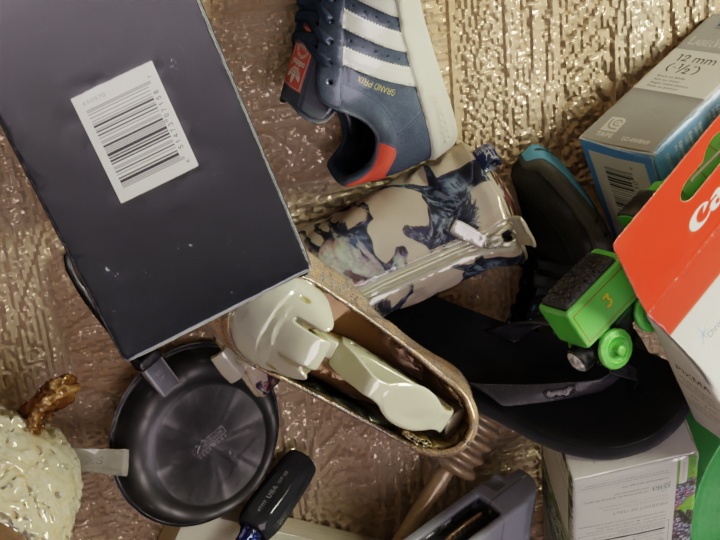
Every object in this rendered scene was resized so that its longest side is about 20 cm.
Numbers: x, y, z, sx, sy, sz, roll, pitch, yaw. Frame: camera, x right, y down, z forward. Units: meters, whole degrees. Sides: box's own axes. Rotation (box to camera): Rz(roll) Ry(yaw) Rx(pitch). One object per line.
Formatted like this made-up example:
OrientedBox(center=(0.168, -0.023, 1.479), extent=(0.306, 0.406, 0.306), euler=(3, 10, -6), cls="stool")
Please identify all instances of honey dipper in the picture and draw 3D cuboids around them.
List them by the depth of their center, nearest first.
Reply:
OrientedBox(center=(0.027, 0.171, 1.011), extent=(0.038, 0.038, 0.201), euler=(32, 91, -30), cls="honey dipper")

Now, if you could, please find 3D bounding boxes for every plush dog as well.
OrientedBox(center=(-0.207, 0.157, 0.835), extent=(0.160, 0.173, 0.199), euler=(-35, 125, 26), cls="plush dog")

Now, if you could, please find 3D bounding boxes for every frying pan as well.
OrientedBox(center=(-0.102, 0.066, 0.931), extent=(0.114, 0.031, 0.193), euler=(-19, 112, -27), cls="frying pan")

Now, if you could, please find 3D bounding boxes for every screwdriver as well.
OrientedBox(center=(-0.085, 0.192, 0.947), extent=(0.029, 0.028, 0.201), euler=(35, 62, -6), cls="screwdriver")

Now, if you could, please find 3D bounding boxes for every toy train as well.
OrientedBox(center=(0.176, -0.026, 0.863), extent=(0.200, 0.042, 0.057), euler=(-45, 114, -15), cls="toy train")

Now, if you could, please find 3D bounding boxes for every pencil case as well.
OrientedBox(center=(0.000, 0.000, 0.906), extent=(0.198, 0.089, 0.079), euler=(-27, 105, -5), cls="pencil case")

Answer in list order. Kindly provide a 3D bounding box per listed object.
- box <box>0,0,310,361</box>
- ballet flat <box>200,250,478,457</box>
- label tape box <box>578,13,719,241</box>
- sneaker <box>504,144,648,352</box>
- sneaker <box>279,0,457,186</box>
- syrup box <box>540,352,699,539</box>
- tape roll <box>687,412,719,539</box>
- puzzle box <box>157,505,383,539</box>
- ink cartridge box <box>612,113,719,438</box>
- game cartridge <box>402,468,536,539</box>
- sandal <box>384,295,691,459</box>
OrientedBox(center=(-0.125, -0.094, 0.760), extent=(0.103, 0.182, 0.202), euler=(-25, 120, -6), cls="box")
OrientedBox(center=(-0.013, 0.041, 0.834), extent=(0.199, 0.067, 0.069), euler=(28, 101, -21), cls="ballet flat")
OrientedBox(center=(0.235, -0.075, 0.963), extent=(0.200, 0.066, 0.144), euler=(-43, 125, -25), cls="label tape box")
OrientedBox(center=(0.125, 0.018, 0.971), extent=(0.081, 0.073, 0.202), euler=(-23, 117, 1), cls="sneaker")
OrientedBox(center=(-0.013, -0.131, 0.845), extent=(0.084, 0.075, 0.202), euler=(-28, 121, -10), cls="sneaker")
OrientedBox(center=(0.163, 0.152, 1.005), extent=(0.080, 0.079, 0.201), euler=(-12, 138, -2), cls="syrup box")
OrientedBox(center=(0.312, 0.145, 1.116), extent=(0.198, 0.048, 0.203), euler=(-8, 117, -16), cls="tape roll")
OrientedBox(center=(-0.054, 0.227, 1.032), extent=(0.198, 0.025, 0.134), euler=(19, 107, -27), cls="puzzle box")
OrientedBox(center=(0.223, -0.010, 0.844), extent=(0.163, 0.057, 0.200), euler=(-49, 147, -9), cls="ink cartridge box")
OrientedBox(center=(0.035, 0.224, 1.004), extent=(0.199, 0.041, 0.134), euler=(-30, 136, -33), cls="game cartridge")
OrientedBox(center=(0.097, 0.058, 0.926), extent=(0.198, 0.077, 0.043), euler=(13, 145, 12), cls="sandal")
